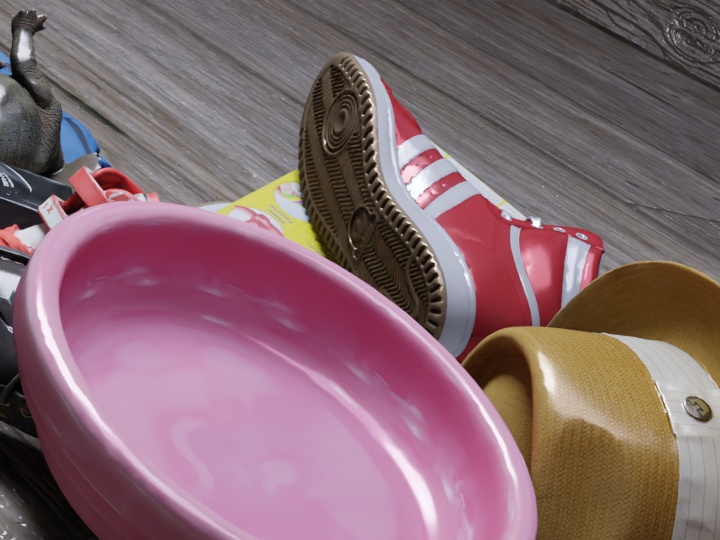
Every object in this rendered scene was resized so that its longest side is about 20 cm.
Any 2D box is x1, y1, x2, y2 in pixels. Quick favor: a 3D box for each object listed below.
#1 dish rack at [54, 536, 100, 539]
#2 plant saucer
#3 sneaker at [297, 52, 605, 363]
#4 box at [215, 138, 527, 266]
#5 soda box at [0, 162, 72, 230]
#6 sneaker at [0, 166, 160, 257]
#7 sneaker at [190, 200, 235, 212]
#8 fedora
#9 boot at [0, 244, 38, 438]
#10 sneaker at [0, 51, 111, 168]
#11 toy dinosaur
[{"bbox_3d":[-0.035,0.138,0.760,0.153,0.055,0.200,16,15,-29],"label":"dish rack"},{"bbox_3d":[-0.034,0.058,0.768,0.200,0.051,0.201,26,28,-15],"label":"plant saucer"},{"bbox_3d":[0.045,-0.025,1.062,0.112,0.071,0.200,9,39,-30],"label":"sneaker"},{"bbox_3d":[0.000,0.000,1.099,0.117,0.048,0.200,40,36,16],"label":"box"},{"bbox_3d":[-0.240,-0.035,1.049,0.200,0.071,0.063,19,15,-14],"label":"soda box"},{"bbox_3d":[-0.157,-0.002,0.980,0.201,0.108,0.067,16,15,-23],"label":"sneaker"},{"bbox_3d":[-0.024,0.020,1.185,0.108,0.070,0.200,32,14,38],"label":"sneaker"},{"bbox_3d":[0.078,0.083,0.855,0.082,0.201,0.201,16,15,-27],"label":"fedora"},{"bbox_3d":[-0.111,0.047,0.867,0.200,0.069,0.174,26,1,-7],"label":"boot"},{"bbox_3d":[-0.196,-0.074,1.297,0.078,0.066,0.200,27,11,-30],"label":"sneaker"},{"bbox_3d":[-0.198,-0.079,1.118,0.200,0.077,0.102,20,47,-53],"label":"toy dinosaur"}]
